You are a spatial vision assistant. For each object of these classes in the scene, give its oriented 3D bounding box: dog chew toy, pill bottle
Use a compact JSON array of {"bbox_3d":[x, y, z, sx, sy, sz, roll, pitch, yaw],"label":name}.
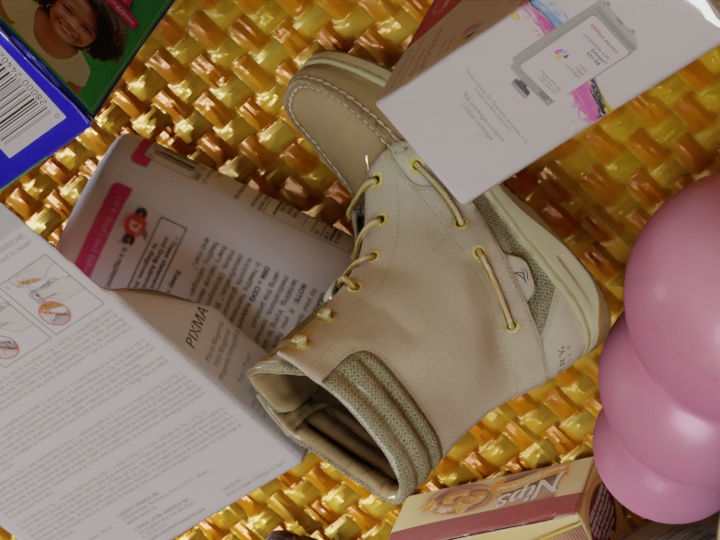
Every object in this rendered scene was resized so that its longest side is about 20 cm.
[{"bbox_3d":[0.170,0.046,1.385,0.124,0.125,0.200,25,133,2],"label":"dog chew toy"},{"bbox_3d":[-0.052,0.023,1.441,0.199,0.113,0.114,25,126,1],"label":"pill bottle"}]

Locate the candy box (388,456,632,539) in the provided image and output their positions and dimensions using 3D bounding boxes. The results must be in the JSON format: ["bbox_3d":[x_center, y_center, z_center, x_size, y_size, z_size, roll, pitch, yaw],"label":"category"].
[{"bbox_3d":[0.107,0.202,1.539,0.115,0.055,0.200,-14,116,26],"label":"candy box"}]

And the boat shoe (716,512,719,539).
[{"bbox_3d":[0.219,0.159,1.361,0.063,0.073,0.200,28,148,45],"label":"boat shoe"}]

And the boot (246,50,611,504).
[{"bbox_3d":[0.000,0.000,1.362,0.200,0.155,0.072,46,152,13],"label":"boot"}]

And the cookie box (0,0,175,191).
[{"bbox_3d":[-0.169,-0.102,1.347,0.171,0.200,0.075,-32,109,32],"label":"cookie box"}]

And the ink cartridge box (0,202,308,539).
[{"bbox_3d":[-0.143,0.051,1.375,0.162,0.057,0.200,-32,114,33],"label":"ink cartridge box"}]

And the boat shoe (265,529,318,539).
[{"bbox_3d":[-0.049,0.230,1.601,0.059,0.072,0.200,24,122,9],"label":"boat shoe"}]

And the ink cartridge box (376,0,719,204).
[{"bbox_3d":[0.112,-0.125,1.292,0.200,0.117,0.068,-32,107,30],"label":"ink cartridge box"}]

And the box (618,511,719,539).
[{"bbox_3d":[0.195,0.225,1.474,0.095,0.078,0.201,6,118,53],"label":"box"}]
